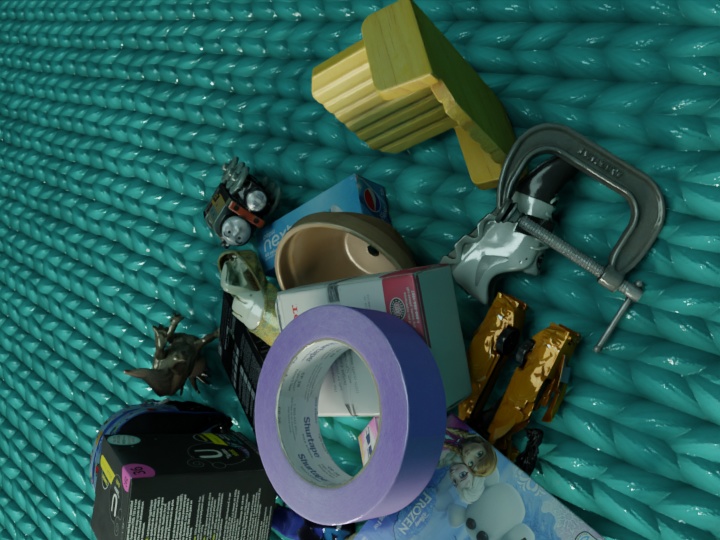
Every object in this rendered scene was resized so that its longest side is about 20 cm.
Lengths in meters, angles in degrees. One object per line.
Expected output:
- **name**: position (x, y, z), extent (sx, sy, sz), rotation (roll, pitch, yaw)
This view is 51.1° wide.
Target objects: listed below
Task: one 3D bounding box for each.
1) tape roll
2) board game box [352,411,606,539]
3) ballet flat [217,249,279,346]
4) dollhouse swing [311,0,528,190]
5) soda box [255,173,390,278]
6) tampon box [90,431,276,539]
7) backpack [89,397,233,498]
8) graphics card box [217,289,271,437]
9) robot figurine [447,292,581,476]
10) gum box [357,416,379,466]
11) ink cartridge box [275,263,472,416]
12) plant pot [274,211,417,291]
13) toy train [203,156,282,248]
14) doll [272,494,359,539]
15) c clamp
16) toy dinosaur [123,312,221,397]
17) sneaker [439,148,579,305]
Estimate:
- **tape roll**: position (-0.014, 0.138, 0.733), extent (0.197, 0.065, 0.205), rotation (-8, 78, 38)
- **board game box**: position (0.105, 0.280, 0.727), extent (0.198, 0.043, 0.201), rotation (36, 81, 19)
- **ballet flat**: position (-0.147, 0.034, 1.002), extent (0.071, 0.070, 0.201), rotation (-56, 38, 17)
- **dollhouse swing**: position (0.054, -0.166, 0.858), extent (0.174, 0.199, 0.184), rotation (-31, 47, 25)
- **soda box**: position (-0.055, -0.055, 1.042), extent (0.198, 0.064, 0.069), rotation (-27, 63, 35)
- **tampon box**: position (-0.228, 0.294, 0.975), extent (0.149, 0.197, 0.129), rotation (15, 97, 56)
- **backpack**: position (-0.309, 0.278, 1.100), extent (0.133, 0.198, 0.187), rotation (11, 88, 42)
- **graphics card box**: position (-0.143, 0.131, 1.043), extent (0.201, 0.050, 0.127), rotation (52, 141, 43)
- **robot figurine**: position (0.152, 0.137, 0.813), extent (0.144, 0.058, 0.203), rotation (32, 104, 40)
- **gum box**: position (0.052, 0.268, 0.832), extent (0.114, 0.065, 0.204), rotation (113, 149, -65)
- **ink cartridge box**: position (0.011, 0.080, 0.829), extent (0.197, 0.084, 0.149), rotation (-9, 93, 37)
- **plant pot**: position (0.000, 0.000, 0.935), extent (0.198, 0.203, 0.093), rotation (-10, 30, 39)
- **toy train**: position (-0.180, -0.097, 1.118), extent (0.115, 0.084, 0.200), rotation (-58, 22, 4)
- **doll**: position (-0.053, 0.329, 0.961), extent (0.198, 0.048, 0.140), rotation (7, 91, 45)
- **c clamp**: position (0.217, -0.045, 0.768), extent (0.199, 0.027, 0.172), rotation (39, 97, 8)
- **toy dinosaur**: position (-0.277, 0.146, 1.136), extent (0.085, 0.200, 0.137), rotation (29, 119, 9)
- **sneaker**: position (0.185, -0.044, 0.831), extent (0.200, 0.074, 0.089), rotation (-48, 71, 22)
